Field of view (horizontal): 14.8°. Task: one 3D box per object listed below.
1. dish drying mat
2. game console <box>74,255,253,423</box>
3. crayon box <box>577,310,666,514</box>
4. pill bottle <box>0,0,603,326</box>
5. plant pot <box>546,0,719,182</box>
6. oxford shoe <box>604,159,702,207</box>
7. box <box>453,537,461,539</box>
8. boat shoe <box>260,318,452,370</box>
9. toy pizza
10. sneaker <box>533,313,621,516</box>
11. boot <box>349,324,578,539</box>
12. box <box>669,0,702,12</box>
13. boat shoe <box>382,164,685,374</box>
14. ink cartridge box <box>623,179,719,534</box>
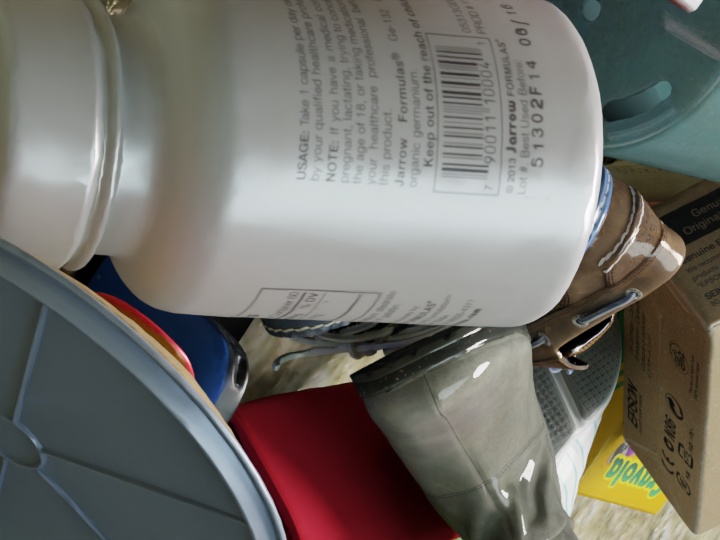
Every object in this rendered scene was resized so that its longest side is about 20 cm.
[{"bbox_3d":[0.006,0.081,1.138,0.018,0.077,0.200,-37,166,23],"label":"dish drying mat"},{"bbox_3d":[-0.093,0.098,1.054,0.118,0.171,0.200,27,99,-36],"label":"game console"},{"bbox_3d":[0.153,0.055,1.455,0.200,0.051,0.127,-57,153,7],"label":"crayon box"},{"bbox_3d":[-0.031,-0.041,0.915,0.199,0.114,0.115,3,125,-22],"label":"pill bottle"},{"bbox_3d":[0.155,-0.117,1.125,0.196,0.200,0.201,1,122,-48],"label":"plant pot"},{"bbox_3d":[0.144,-0.050,1.323,0.200,0.074,0.071,-9,170,-39],"label":"oxford shoe"},{"bbox_3d":[-0.060,0.193,1.163,0.200,0.097,0.177,-32,165,-45],"label":"box"},{"bbox_3d":[0.000,0.000,1.069,0.200,0.075,0.062,-57,145,-74],"label":"boat shoe"},{"bbox_3d":[-0.103,0.043,0.882,0.032,0.200,0.200,-53,156,-31],"label":"toy pizza"},{"bbox_3d":[0.072,0.094,1.321,0.080,0.070,0.201,109,-2,-70],"label":"sneaker"},{"bbox_3d":[0.058,0.092,1.068,0.068,0.131,0.200,-23,167,5],"label":"boot"},{"bbox_3d":[0.028,-0.185,0.815,0.107,0.200,0.152,-56,152,5],"label":"box"},{"bbox_3d":[0.070,0.012,1.163,0.072,0.072,0.200,-65,-168,-19],"label":"boat shoe"},{"bbox_3d":[0.210,0.019,1.320,0.164,0.075,0.200,-28,149,-14],"label":"ink cartridge box"}]
